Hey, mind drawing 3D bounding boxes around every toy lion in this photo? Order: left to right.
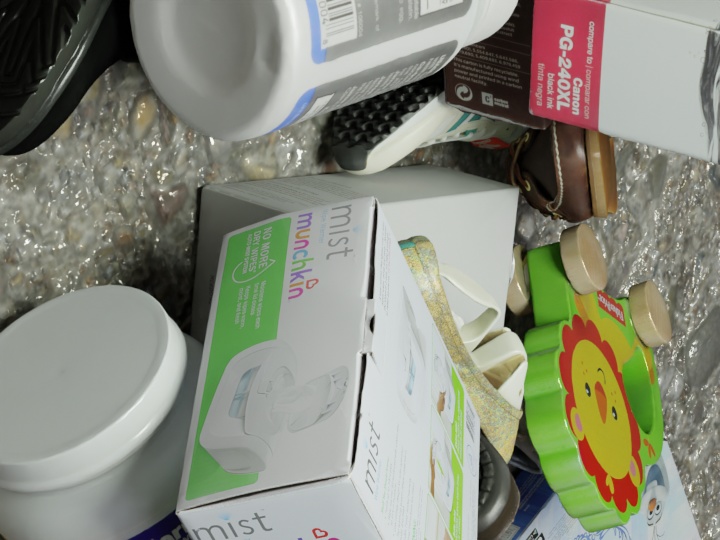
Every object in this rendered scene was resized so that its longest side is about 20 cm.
[{"bbox_3d":[0.156,0.081,1.352,0.200,0.068,0.193,32,47,-56],"label":"toy lion"}]

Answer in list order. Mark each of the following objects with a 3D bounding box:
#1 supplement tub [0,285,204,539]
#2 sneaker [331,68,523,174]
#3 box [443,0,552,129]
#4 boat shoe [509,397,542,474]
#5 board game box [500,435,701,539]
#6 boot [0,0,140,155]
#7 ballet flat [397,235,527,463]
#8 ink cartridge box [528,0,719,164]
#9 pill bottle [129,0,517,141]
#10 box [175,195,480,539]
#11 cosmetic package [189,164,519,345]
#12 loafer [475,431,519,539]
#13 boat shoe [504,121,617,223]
[{"bbox_3d":[-0.116,0.121,1.083,0.146,0.145,0.201,-49,133,-26],"label":"supplement tub"},{"bbox_3d":[0.065,-0.102,1.268,0.200,0.070,0.094,-45,126,-33],"label":"sneaker"},{"bbox_3d":[0.095,-0.193,1.146,0.100,0.074,0.201,-47,142,-39],"label":"box"},{"bbox_3d":[0.079,0.096,1.347,0.200,0.070,0.072,25,78,-52],"label":"boat shoe"},{"bbox_3d":[0.167,0.210,1.501,0.200,0.043,0.200,-47,132,-27],"label":"board game box"},{"bbox_3d":[-0.112,-0.115,1.063,0.212,0.079,0.158,-59,137,-17],"label":"boot"},{"bbox_3d":[0.060,0.047,1.184,0.071,0.070,0.200,-58,137,-18],"label":"ballet flat"},{"bbox_3d":[0.212,-0.123,1.112,0.145,0.199,0.084,-39,139,-47],"label":"ink cartridge box"},{"bbox_3d":[-0.011,-0.143,1.030,0.199,0.113,0.115,-23,119,-46],"label":"pill bottle"},{"bbox_3d":[-0.007,0.097,1.040,0.201,0.096,0.177,-84,155,-47],"label":"box"},{"bbox_3d":[0.000,0.000,1.219,0.199,0.084,0.109,-7,109,-47],"label":"cosmetic package"},{"bbox_3d":[0.036,0.133,1.209,0.071,0.199,0.073,43,72,-25],"label":"loafer"},{"bbox_3d":[0.125,-0.063,1.274,0.200,0.070,0.071,43,47,-79],"label":"boat shoe"}]
